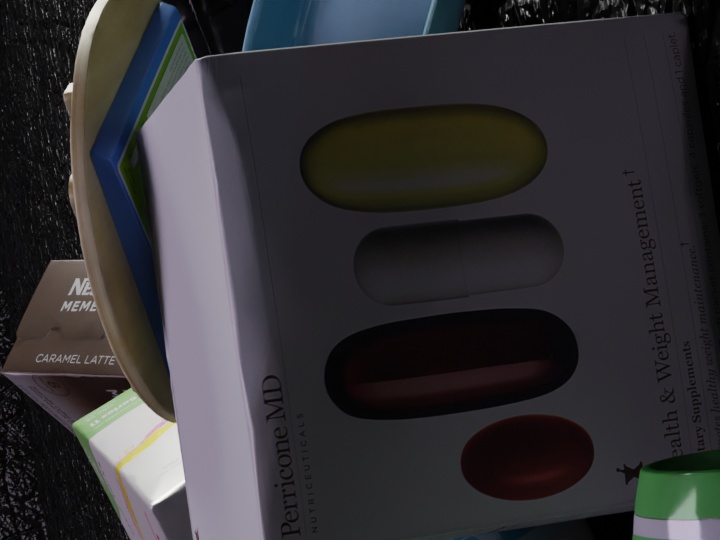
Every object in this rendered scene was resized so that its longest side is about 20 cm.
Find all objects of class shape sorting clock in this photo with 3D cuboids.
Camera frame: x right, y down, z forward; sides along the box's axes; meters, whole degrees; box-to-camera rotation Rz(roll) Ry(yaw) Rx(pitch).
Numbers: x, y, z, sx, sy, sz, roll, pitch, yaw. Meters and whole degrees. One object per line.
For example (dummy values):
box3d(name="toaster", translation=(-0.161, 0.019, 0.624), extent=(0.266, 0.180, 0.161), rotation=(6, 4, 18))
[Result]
box3d(name="shape sorting clock", translation=(-0.093, -0.030, 0.978), extent=(0.200, 0.039, 0.201), rotation=(-11, -90, -74))

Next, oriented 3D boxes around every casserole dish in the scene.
box3d(name="casserole dish", translation=(0.009, -0.150, 1.027), extent=(0.121, 0.039, 0.201), rotation=(20, 95, 44))

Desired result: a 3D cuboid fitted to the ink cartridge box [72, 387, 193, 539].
box3d(name="ink cartridge box", translation=(-0.064, 0.127, 1.013), extent=(0.118, 0.067, 0.200), rotation=(65, 166, -17))

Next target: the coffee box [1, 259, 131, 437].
box3d(name="coffee box", translation=(-0.096, 0.080, 1.236), extent=(0.200, 0.114, 0.080), rotation=(48, -127, -41))

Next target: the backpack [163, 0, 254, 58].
box3d(name="backpack", translation=(-0.039, -0.078, 1.185), extent=(0.154, 0.162, 0.201), rotation=(171, 85, -83))

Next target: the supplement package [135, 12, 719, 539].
box3d(name="supplement package", translation=(0.029, 0.011, 0.861), extent=(0.147, 0.199, 0.192), rotation=(152, 110, -73))

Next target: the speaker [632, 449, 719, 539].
box3d(name="speaker", translation=(0.143, 0.163, 0.731), extent=(0.088, 0.088, 0.201), rotation=(173, 90, -74))

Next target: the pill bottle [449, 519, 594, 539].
box3d(name="pill bottle", translation=(0.017, 0.070, 0.984), extent=(0.201, 0.111, 0.111), rotation=(60, 163, -1))
